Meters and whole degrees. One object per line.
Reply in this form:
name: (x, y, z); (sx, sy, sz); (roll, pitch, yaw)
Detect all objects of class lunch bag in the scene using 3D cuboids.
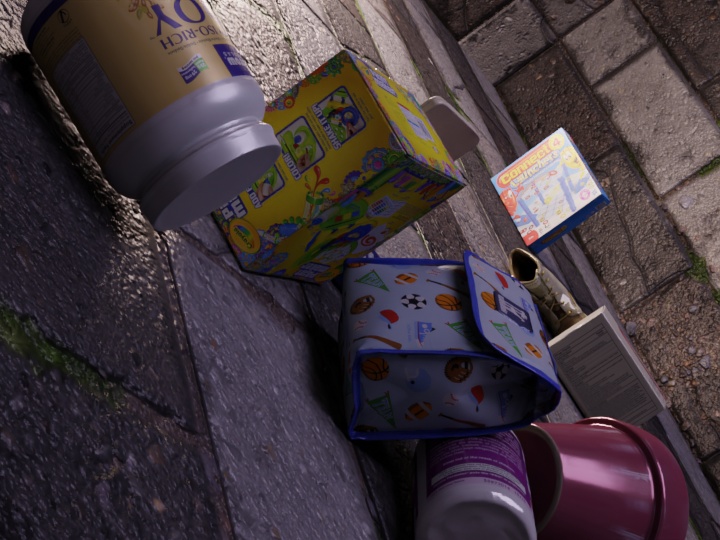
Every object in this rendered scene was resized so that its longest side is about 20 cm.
lunch bag: (0.082, 0.068, 1.240); (0.171, 0.197, 0.125); (-96, -170, -57)

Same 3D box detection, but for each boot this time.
boot: (0.353, 0.057, 2.418); (0.154, 0.072, 0.201); (40, 16, -48)

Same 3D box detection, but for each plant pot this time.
plant pot: (0.223, 0.246, 1.405); (0.178, 0.200, 0.201); (23, 33, -38)

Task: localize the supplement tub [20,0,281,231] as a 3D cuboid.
supplement tub: (-0.166, -0.149, 1.050); (0.201, 0.145, 0.145); (57, 15, 6)

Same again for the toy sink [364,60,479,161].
toy sink: (0.021, -0.163, 1.572); (0.130, 0.199, 0.113); (29, 30, -58)

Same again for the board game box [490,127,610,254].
board game box: (0.412, -0.174, 2.844); (0.056, 0.199, 0.197); (31, 28, -54)

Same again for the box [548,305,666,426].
box: (0.426, 0.182, 2.275); (0.201, 0.127, 0.109); (57, 14, 4)

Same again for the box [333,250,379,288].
box: (0.000, 0.000, 1.485); (0.200, 0.032, 0.121); (50, 16, -18)

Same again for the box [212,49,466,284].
box: (-0.027, -0.092, 1.283); (0.123, 0.192, 0.200); (59, 14, 15)

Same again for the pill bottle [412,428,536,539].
pill bottle: (0.104, 0.203, 1.228); (0.113, 0.112, 0.200); (51, 16, -18)
